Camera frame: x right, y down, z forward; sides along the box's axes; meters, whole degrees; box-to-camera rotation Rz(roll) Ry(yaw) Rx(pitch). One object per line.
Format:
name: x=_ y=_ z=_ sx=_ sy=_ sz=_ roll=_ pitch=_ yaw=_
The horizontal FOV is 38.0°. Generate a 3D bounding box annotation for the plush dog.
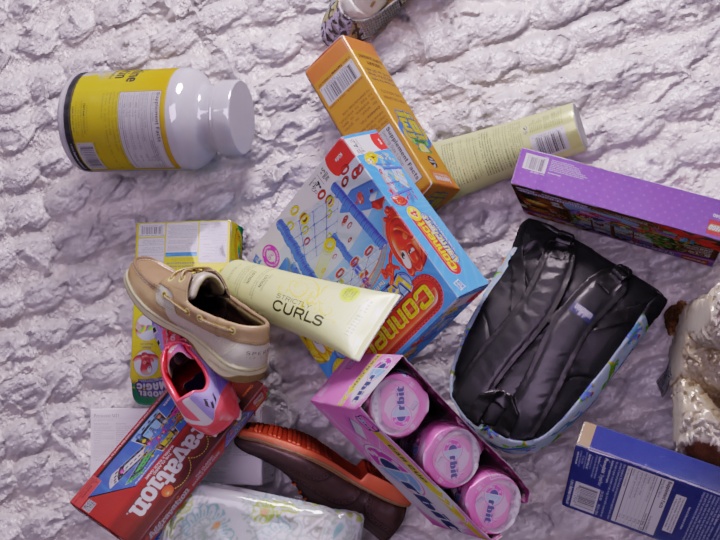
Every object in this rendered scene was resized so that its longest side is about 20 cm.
plush dog: x=0.380 y=0.081 z=0.968 sx=0.170 sy=0.161 sz=0.202 roll=6 pitch=112 yaw=2

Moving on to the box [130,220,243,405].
box: x=-0.191 y=0.048 z=1.154 sx=0.116 sy=0.048 sz=0.202 roll=-1 pitch=80 yaw=14

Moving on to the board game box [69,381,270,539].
board game box: x=-0.188 y=0.176 z=1.042 sx=0.102 sy=0.020 sz=0.200 roll=21 pitch=61 yaw=34

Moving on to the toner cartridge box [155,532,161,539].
toner cartridge box: x=-0.191 y=0.329 z=1.092 sx=0.094 sy=0.043 sz=0.201 roll=28 pitch=101 yaw=5

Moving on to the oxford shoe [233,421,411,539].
oxford shoe: x=-0.045 y=0.214 z=1.061 sx=0.199 sy=0.071 sz=0.073 roll=24 pitch=94 yaw=0

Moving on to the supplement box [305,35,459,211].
supplement box: x=0.022 y=-0.147 z=1.098 sx=0.069 sy=0.066 sz=0.201 roll=-37 pitch=71 yaw=27

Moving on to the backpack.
backpack: x=0.173 y=0.082 z=1.013 sx=0.162 sy=0.154 sz=0.201 roll=30 pitch=69 yaw=14

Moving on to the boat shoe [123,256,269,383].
boat shoe: x=-0.157 y=0.031 z=1.029 sx=0.199 sy=0.074 sz=0.067 roll=33 pitch=117 yaw=29

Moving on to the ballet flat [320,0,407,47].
ballet flat: x=0.030 y=-0.321 z=1.134 sx=0.200 sy=0.072 sz=0.072 roll=-37 pitch=75 yaw=8

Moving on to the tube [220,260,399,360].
tube: x=-0.057 y=0.032 z=1.028 sx=0.199 sy=0.052 sz=0.059 roll=16 pitch=101 yaw=38

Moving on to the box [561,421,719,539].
box: x=0.292 y=0.214 z=0.967 sx=0.199 sy=0.122 sz=0.033 roll=19 pitch=54 yaw=17

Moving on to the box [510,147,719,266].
box: x=0.250 y=-0.058 z=1.004 sx=0.198 sy=0.137 sz=0.039 roll=18 pitch=86 yaw=17

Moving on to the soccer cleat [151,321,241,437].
soccer cleat: x=-0.176 y=0.080 z=1.051 sx=0.066 sy=0.077 sz=0.201 roll=-34 pitch=46 yaw=4

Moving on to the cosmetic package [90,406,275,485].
cosmetic package: x=-0.192 y=0.188 z=1.132 sx=0.198 sy=0.051 sz=0.083 roll=-2 pitch=86 yaw=14

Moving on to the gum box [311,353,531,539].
gum box: x=0.059 y=0.169 z=0.990 sx=0.200 sy=0.113 sz=0.066 roll=47 pitch=70 yaw=-16

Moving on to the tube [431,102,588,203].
tube: x=0.135 y=-0.120 z=1.092 sx=0.199 sy=0.052 sz=0.058 roll=-18 pitch=39 yaw=19

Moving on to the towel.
towel: x=-0.107 y=0.303 z=1.016 sx=0.198 sy=0.048 sz=0.173 roll=10 pitch=86 yaw=7

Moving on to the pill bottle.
pill bottle: x=-0.223 y=-0.166 z=1.157 sx=0.198 sy=0.112 sz=0.113 roll=0 pitch=82 yaw=14

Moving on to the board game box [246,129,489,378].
board game box: x=0.000 y=0.000 z=1.056 sx=0.196 sy=0.056 sz=0.200 roll=54 pitch=129 yaw=16
